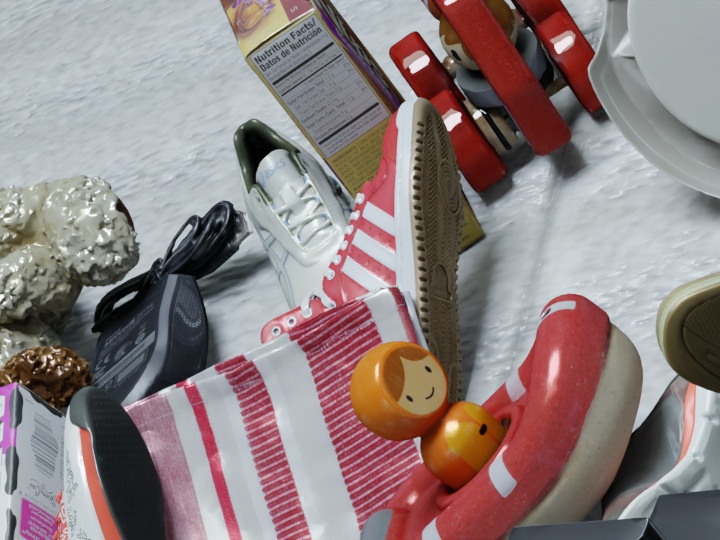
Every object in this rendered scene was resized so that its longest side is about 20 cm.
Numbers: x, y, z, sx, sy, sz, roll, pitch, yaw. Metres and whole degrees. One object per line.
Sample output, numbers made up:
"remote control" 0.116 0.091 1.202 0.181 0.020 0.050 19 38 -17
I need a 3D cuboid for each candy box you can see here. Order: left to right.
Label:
"candy box" -0.247 0.182 1.720 0.136 0.061 0.201 -21 53 26
"candy box" -0.009 -0.102 1.752 0.056 0.200 0.117 -33 33 7

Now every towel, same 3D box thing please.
"towel" -0.041 0.109 1.625 0.199 0.023 0.145 -25 71 20

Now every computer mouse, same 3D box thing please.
"computer mouse" -0.126 0.053 1.814 0.138 0.053 0.200 -37 22 29

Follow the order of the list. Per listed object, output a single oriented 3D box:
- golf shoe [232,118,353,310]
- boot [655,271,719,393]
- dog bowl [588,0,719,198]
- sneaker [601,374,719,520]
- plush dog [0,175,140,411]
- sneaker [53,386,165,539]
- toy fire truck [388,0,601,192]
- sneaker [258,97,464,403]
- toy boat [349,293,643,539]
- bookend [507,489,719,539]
"golf shoe" -0.036 -0.025 1.782 0.078 0.097 0.200 -37 34 -1
"boot" 0.219 0.000 1.473 0.199 0.072 0.155 -9 25 -19
"dog bowl" 0.222 -0.141 1.595 0.199 0.201 0.059 -14 15 33
"sneaker" 0.155 0.124 1.457 0.082 0.077 0.200 -24 25 52
"plush dog" -0.240 0.042 1.840 0.200 0.160 0.173 -38 52 56
"sneaker" -0.160 0.174 1.621 0.108 0.067 0.202 -28 69 23
"toy fire truck" 0.064 -0.159 1.780 0.112 0.168 0.200 -35 33 6
"sneaker" 0.000 0.000 1.678 0.112 0.071 0.201 -8 70 28
"toy boat" 0.051 0.086 1.484 0.200 0.131 0.131 -46 11 22
"bookend" 0.146 0.162 1.285 0.092 0.199 0.200 -9 42 40
